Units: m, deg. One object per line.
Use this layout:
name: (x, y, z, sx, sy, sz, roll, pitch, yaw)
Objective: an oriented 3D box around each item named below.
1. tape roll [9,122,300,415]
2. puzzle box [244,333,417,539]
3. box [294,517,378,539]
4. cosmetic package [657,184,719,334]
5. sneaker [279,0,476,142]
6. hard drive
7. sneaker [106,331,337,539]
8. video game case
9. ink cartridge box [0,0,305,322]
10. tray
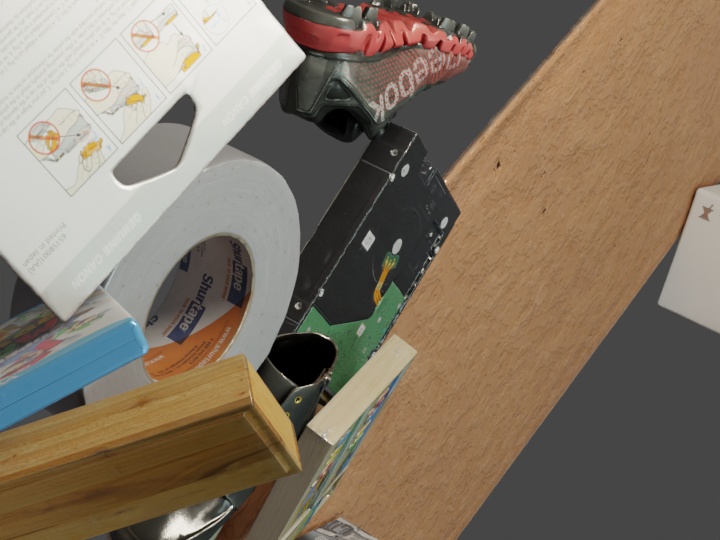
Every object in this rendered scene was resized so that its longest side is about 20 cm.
tape roll: (-0.123, 0.014, 0.887, 0.200, 0.066, 0.202, -39, 142, -39)
puzzle box: (-0.031, 0.151, 1.111, 0.133, 0.025, 0.201, -43, 166, -46)
box: (-0.073, 0.319, 1.234, 0.199, 0.049, 0.160, -12, 122, -56)
cosmetic package: (0.520, -0.010, 1.857, 0.199, 0.166, 0.168, -11, 122, -55)
sneaker: (0.010, -0.140, 0.984, 0.199, 0.070, 0.099, -10, 121, -54)
hard drive: (0.000, 0.000, 1.115, 0.201, 0.038, 0.140, -59, 152, -11)
sneaker: (-0.096, 0.117, 0.977, 0.200, 0.075, 0.107, -44, 167, -42)
video game case: (-0.179, 0.051, 0.674, 0.142, 0.200, 0.018, -28, 102, -12)
ink cartridge box: (-0.144, -0.106, 0.684, 0.174, 0.043, 0.200, 51, 63, -23)
tray: (-0.143, 0.115, 0.833, 0.198, 0.037, 0.099, -19, 147, 5)
